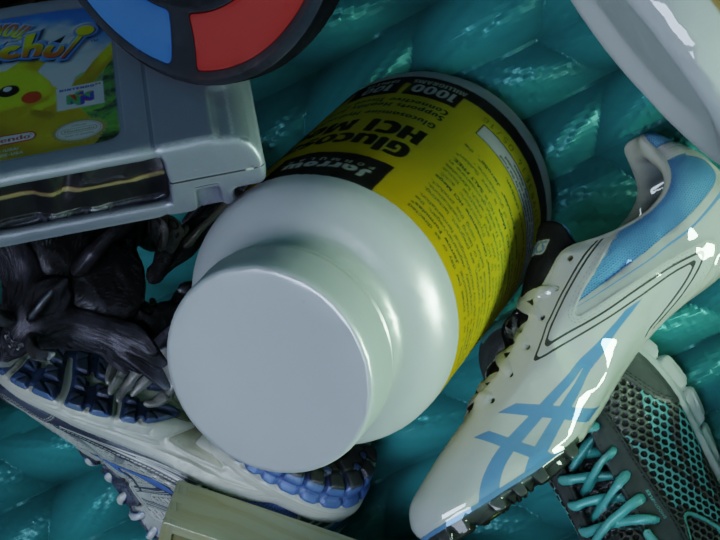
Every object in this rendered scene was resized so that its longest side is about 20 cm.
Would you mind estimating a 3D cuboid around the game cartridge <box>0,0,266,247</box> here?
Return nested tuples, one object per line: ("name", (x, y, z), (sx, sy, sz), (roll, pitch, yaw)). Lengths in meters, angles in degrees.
("game cartridge", (-0.142, -0.060, 0.956), (0.198, 0.134, 0.041), (-11, 123, -2))

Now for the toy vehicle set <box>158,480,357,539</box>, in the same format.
("toy vehicle set", (-0.005, 0.178, 1.106), (0.198, 0.027, 0.125), (19, 133, 1))

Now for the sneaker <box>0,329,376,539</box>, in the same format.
("sneaker", (-0.095, 0.089, 1.118), (0.199, 0.077, 0.086), (23, 123, 12))

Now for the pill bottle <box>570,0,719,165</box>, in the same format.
("pill bottle", (0.167, -0.138, 0.793), (0.200, 0.114, 0.115), (-40, 94, 0))

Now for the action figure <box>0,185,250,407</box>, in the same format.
("action figure", (-0.113, 0.003, 1.013), (0.119, 0.200, 0.102), (38, 123, 3))

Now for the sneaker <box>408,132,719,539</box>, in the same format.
("sneaker", (0.080, 0.030, 0.976), (0.072, 0.072, 0.200), (40, 78, 1))

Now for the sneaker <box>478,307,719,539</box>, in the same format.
("sneaker", (0.121, 0.101, 1.023), (0.200, 0.091, 0.078), (48, 120, -2))

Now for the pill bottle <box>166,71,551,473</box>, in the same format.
("pill bottle", (0.000, 0.000, 0.965), (0.112, 0.200, 0.113), (8, 115, 18))

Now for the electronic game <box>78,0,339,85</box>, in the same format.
("electronic game", (-0.070, -0.169, 0.892), (0.199, 0.041, 0.202), (21, 120, 42))

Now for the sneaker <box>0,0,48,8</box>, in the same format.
("sneaker", (-0.187, -0.130, 1.055), (0.199, 0.085, 0.073), (-12, 109, 28))
